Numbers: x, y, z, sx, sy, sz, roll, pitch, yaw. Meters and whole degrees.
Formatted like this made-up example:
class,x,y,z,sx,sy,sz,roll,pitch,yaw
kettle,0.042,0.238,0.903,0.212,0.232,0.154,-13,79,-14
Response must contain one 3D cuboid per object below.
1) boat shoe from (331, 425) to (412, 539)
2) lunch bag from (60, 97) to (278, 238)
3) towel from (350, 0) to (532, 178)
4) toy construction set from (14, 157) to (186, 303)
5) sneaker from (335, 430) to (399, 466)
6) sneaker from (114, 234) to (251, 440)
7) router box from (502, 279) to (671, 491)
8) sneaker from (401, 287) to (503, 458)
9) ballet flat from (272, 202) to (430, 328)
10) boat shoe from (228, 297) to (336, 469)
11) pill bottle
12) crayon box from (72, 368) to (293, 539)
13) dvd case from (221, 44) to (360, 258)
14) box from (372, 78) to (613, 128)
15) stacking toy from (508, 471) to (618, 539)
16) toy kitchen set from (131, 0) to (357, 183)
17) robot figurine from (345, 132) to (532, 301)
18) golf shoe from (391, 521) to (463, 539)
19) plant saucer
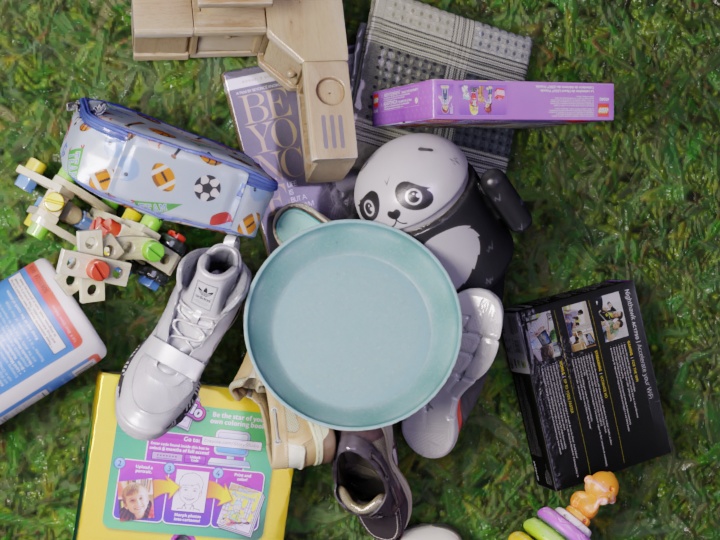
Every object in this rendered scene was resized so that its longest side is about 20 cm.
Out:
class,x,y,z,sx,sy,sz,roll,pitch,yaw
boat shoe,0.005,0.210,1.067,0.072,0.200,0.065,9,45,18
lunch bag,-0.184,-0.100,1.017,0.200,0.160,0.076,21,101,-21
towel,0.078,-0.181,1.150,0.200,0.035,0.193,13,88,-24
toy construction set,-0.240,-0.034,0.994,0.131,0.200,0.092,35,94,-36
sneaker,0.017,0.111,1.118,0.116,0.076,0.200,-41,119,-37
sneaker,-0.163,0.055,1.008,0.075,0.115,0.200,27,54,0
router box,0.246,0.123,1.188,0.149,0.051,0.200,-14,93,-17
sneaker,0.097,0.095,1.108,0.077,0.082,0.200,30,121,15
ballet flat,0.000,0.000,1.077,0.200,0.062,0.067,42,99,7
boat shoe,-0.089,0.101,1.040,0.076,0.072,0.200,-11,49,-19
pill bottle,-0.344,0.085,0.993,0.200,0.112,0.112,-33,98,-14
crayon box,-0.169,0.195,1.069,0.200,0.058,0.173,9,84,-15
dvd case,-0.048,-0.122,1.127,0.149,0.016,0.200,-15,93,-15
box,0.130,-0.164,1.081,0.200,0.137,0.039,-3,95,-23
stacking toy,0.202,0.290,1.141,0.116,0.110,0.200,41,83,-14
toy kitchen set,-0.106,-0.188,1.015,0.200,0.163,0.181,-4,79,-13
robot figurine,0.077,-0.042,1.089,0.150,0.125,0.200,-39,123,-8
golf shoe,0.026,0.324,1.109,0.200,0.088,0.077,-22,94,-16
plant saucer,-0.007,0.052,1.006,0.200,0.036,0.200,1,72,-2
